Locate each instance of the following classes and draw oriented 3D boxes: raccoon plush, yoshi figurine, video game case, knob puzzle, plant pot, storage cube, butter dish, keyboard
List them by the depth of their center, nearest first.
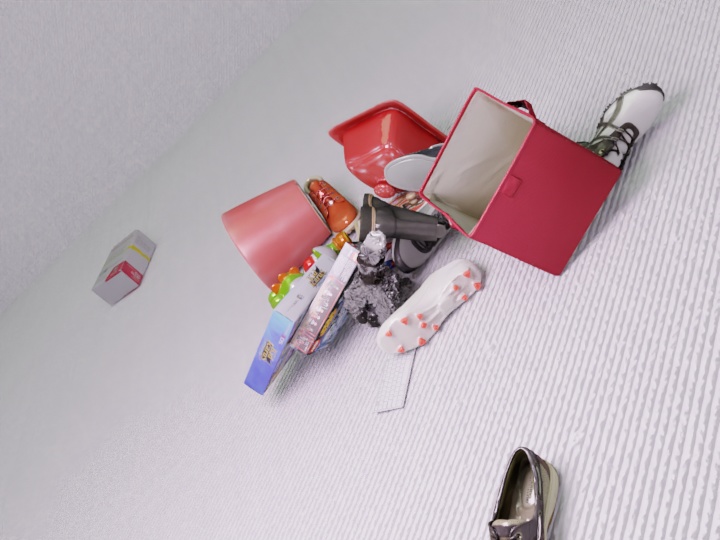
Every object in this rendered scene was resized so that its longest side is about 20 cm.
[{"bbox_3d":[0.224,-0.127,1.130,0.202,0.178,0.171,-61,31,14],"label":"storage cube"},{"bbox_3d":[0.064,0.136,1.261,0.056,0.011,0.201,-23,37,38],"label":"keyboard"},{"bbox_3d":[0.048,0.001,1.301,0.134,0.096,0.201,-52,-14,-49],"label":"raccoon plush"},{"bbox_3d":[-0.120,0.093,1.388,0.182,0.045,0.201,-54,-7,-50],"label":"video game case"},{"bbox_3d":[0.075,-0.122,1.498,0.218,0.031,0.220,-29,17,9],"label":"knob puzzle"},{"bbox_3d":[-0.082,0.024,1.540,0.199,0.113,0.112,-34,-1,1],"label":"yoshi figurine"},{"bbox_3d":[0.056,-0.211,1.548,0.198,0.199,0.150,-17,55,43],"label":"butter dish"},{"bbox_3d":[-0.172,-0.088,1.702,0.176,0.201,0.201,-35,29,2],"label":"plant pot"}]

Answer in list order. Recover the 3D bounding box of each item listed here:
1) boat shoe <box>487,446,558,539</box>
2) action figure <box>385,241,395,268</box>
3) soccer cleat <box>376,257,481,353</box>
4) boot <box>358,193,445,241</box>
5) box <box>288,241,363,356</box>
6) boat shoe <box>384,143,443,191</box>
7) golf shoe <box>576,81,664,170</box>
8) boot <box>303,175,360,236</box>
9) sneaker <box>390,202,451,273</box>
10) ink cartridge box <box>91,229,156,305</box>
[{"bbox_3d":[0.168,0.289,0.864,0.073,0.065,0.202,-20,39,37],"label":"boat shoe"},{"bbox_3d":[0.000,0.000,1.449,0.199,0.066,0.052,-26,11,26],"label":"action figure"},{"bbox_3d":[0.106,0.056,1.253,0.199,0.069,0.078,-39,23,0],"label":"soccer cleat"},{"bbox_3d":[0.068,-0.080,1.336,0.136,0.079,0.200,4,17,1],"label":"boot"},{"bbox_3d":[-0.038,0.044,1.355,0.201,0.040,0.137,-60,-12,11],"label":"box"},{"bbox_3d":[0.143,-0.194,1.463,0.197,0.076,0.061,-2,34,10],"label":"boat shoe"},{"bbox_3d":[0.377,-0.184,1.173,0.200,0.077,0.095,-47,29,24],"label":"golf shoe"},{"bbox_3d":[-0.065,-0.140,1.692,0.075,0.107,0.200,-44,30,1],"label":"boot"},{"bbox_3d":[0.123,-0.082,1.375,0.201,0.074,0.079,-54,15,-13],"label":"sneaker"},{"bbox_3d":[-0.735,-0.012,2.482,0.144,0.083,0.201,-30,33,28],"label":"ink cartridge box"}]
